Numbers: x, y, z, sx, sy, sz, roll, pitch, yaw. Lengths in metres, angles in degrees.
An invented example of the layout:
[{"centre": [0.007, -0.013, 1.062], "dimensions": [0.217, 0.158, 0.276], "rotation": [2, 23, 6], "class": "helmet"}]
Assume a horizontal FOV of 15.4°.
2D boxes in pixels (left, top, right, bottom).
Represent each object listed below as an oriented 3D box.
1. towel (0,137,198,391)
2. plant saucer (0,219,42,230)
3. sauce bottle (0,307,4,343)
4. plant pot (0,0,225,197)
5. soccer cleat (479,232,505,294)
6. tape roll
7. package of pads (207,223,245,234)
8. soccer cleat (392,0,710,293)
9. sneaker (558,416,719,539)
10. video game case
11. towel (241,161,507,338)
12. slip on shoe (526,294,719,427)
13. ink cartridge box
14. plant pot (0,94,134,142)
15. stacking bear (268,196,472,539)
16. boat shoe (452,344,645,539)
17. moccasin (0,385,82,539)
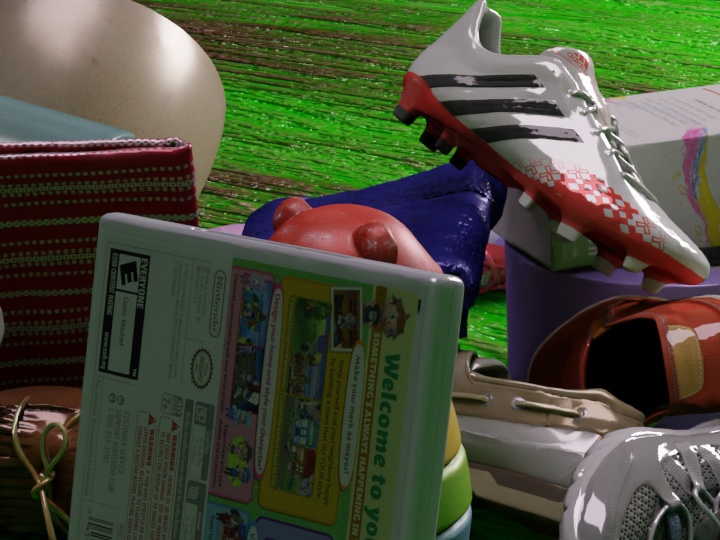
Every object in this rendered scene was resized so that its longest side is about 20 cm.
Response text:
[{"centre": [-0.150, 0.022, 1.325], "dimensions": [0.143, 0.201, 0.023], "rotation": [-2, 38, -4], "class": "towel"}, {"centre": [-0.184, 0.023, 1.369], "dimensions": [0.199, 0.201, 0.028], "rotation": [-4, 46, -5], "class": "plant saucer"}, {"centre": [-0.242, 0.053, 1.308], "dimensions": [0.066, 0.066, 0.200], "rotation": [-19, -7, -45], "class": "sauce bottle"}, {"centre": [-0.189, -0.061, 1.682], "dimensions": [0.199, 0.201, 0.135], "rotation": [-1, 51, 5], "class": "plant pot"}, {"centre": [0.095, -0.013, 1.661], "dimensions": [0.198, 0.069, 0.073], "rotation": [2, 40, 3], "class": "soccer cleat"}, {"centre": [0.180, 0.020, 1.474], "dimensions": [0.198, 0.086, 0.200], "rotation": [-1, 16, 0], "class": "tape roll"}, {"centre": [-0.035, 0.029, 1.489], "dimensions": [0.120, 0.076, 0.200], "rotation": [-5, 16, -2], "class": "package of pads"}, {"centre": [0.105, -0.064, 1.336], "dimensions": [0.200, 0.085, 0.069], "rotation": [37, 0, 31], "class": "soccer cleat"}, {"centre": [0.160, 0.105, 1.191], "dimensions": [0.082, 0.075, 0.199], "rotation": [8, 18, 38], "class": "sneaker"}, {"centre": [-0.044, 0.088, 1.060], "dimensions": [0.181, 0.202, 0.022], "rotation": [11, 7, 39], "class": "video game case"}, {"centre": [0.000, 0.000, 1.363], "dimensions": [0.147, 0.050, 0.200], "rotation": [-12, 15, 11], "class": "towel"}, {"centre": [0.130, 0.049, 1.324], "dimensions": [0.061, 0.075, 0.200], "rotation": [-8, -3, -25], "class": "slip on shoe"}, {"centre": [0.176, -0.056, 1.461], "dimensions": [0.199, 0.068, 0.117], "rotation": [-8, 16, -16], "class": "ink cartridge box"}, {"centre": [-0.231, -0.023, 1.519], "dimensions": [0.195, 0.202, 0.200], "rotation": [11, 19, 17], "class": "plant pot"}, {"centre": [-0.003, 0.070, 1.110], "dimensions": [0.113, 0.202, 0.121], "rotation": [-12, 19, -32], "class": "stacking bear"}, {"centre": [0.052, 0.075, 1.284], "dimensions": [0.199, 0.069, 0.075], "rotation": [18, -12, 35], "class": "boat shoe"}, {"centre": [-0.128, 0.098, 1.281], "dimensions": [0.200, 0.074, 0.078], "rotation": [5, 8, -1], "class": "moccasin"}]
